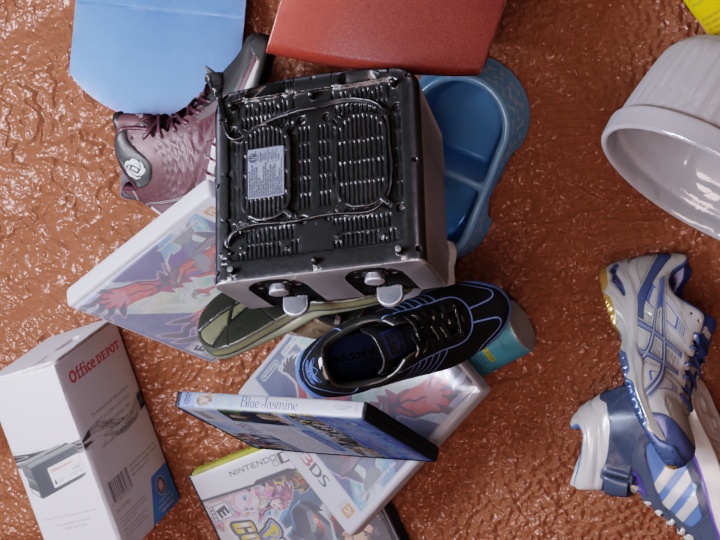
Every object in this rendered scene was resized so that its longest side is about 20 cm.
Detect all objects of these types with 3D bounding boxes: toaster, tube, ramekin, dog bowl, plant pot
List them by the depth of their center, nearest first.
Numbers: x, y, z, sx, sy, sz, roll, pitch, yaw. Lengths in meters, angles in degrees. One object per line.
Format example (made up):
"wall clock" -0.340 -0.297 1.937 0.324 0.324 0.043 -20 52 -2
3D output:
"ramekin" 0.308 -0.106 1.474 0.199 0.200 0.106 30 80 6
"toaster" -0.027 -0.069 1.478 0.179 0.119 0.202 -7 70 13
"plant pot" 0.045 -0.267 1.511 0.175 0.200 0.201 19 110 0
"dog bowl" 0.078 -0.096 1.619 0.111 0.050 0.201 24 110 8
"tube" 0.068 0.090 1.682 0.199 0.050 0.078 -28 87 26

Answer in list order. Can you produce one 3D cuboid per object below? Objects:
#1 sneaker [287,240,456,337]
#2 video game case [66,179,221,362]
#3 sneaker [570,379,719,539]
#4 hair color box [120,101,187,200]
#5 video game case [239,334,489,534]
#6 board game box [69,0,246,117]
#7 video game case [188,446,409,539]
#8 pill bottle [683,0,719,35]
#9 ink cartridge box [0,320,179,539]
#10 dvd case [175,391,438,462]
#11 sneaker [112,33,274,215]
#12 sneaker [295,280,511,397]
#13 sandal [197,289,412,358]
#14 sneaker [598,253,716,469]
"sneaker" 0.000 0.000 1.607 0.198 0.079 0.131 10 93 29
"video game case" -0.138 0.006 1.646 0.200 0.023 0.182 -35 139 31
"sneaker" 0.269 0.197 1.640 0.146 0.081 0.201 -16 104 28
"hair color box" -0.120 -0.105 1.668 0.198 0.061 0.101 9 108 13
"video game case" -0.001 0.113 1.675 0.182 0.023 0.200 49 112 21
"board game box" -0.181 -0.238 1.647 0.157 0.039 0.202 5 91 3
"video game case" -0.051 0.258 1.771 0.180 0.026 0.201 -22 98 20
"pill bottle" 0.312 -0.248 1.479 0.104 0.104 0.201 -35 94 22
"ink cartridge box" -0.267 0.166 1.743 0.084 0.145 0.201 -14 101 20
"dvd case" -0.047 0.139 1.602 0.199 0.143 0.018 1 70 31
"sneaker" -0.158 -0.135 1.589 0.115 0.076 0.201 25 111 -1
"sneaker" 0.043 0.059 1.506 0.199 0.078 0.071 -22 89 -14
"sandal" -0.044 0.027 1.552 0.200 0.080 0.057 -20 137 13
"sneaker" 0.270 0.071 1.557 0.087 0.075 0.201 -17 63 12
